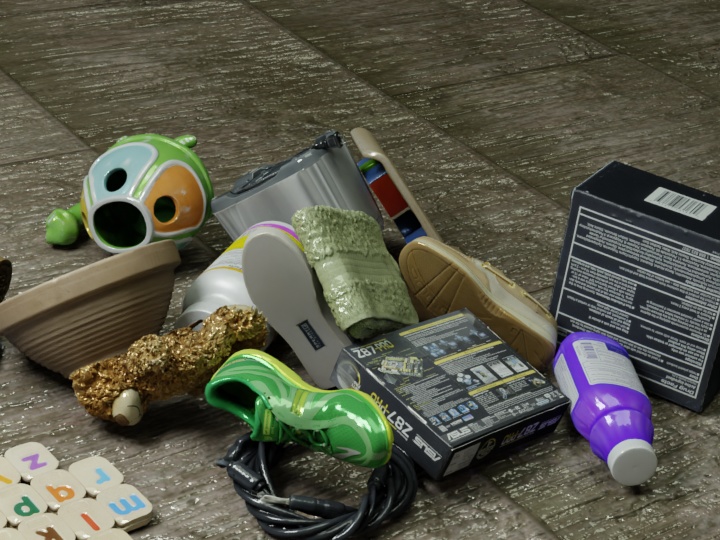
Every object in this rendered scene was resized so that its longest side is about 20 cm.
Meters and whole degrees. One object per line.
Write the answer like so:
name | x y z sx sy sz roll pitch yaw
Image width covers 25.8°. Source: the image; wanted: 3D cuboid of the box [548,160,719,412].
box | 0.322 0.014 1.717 0.199 0.200 0.123 23 29 24

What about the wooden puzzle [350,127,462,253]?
wooden puzzle | 0.052 -0.069 1.823 0.046 0.200 0.185 -37 14 4

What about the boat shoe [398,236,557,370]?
boat shoe | 0.130 0.028 1.703 0.200 0.074 0.069 39 37 -4

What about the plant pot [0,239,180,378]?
plant pot | -0.263 0.047 1.570 0.199 0.093 0.201 -23 -1 0

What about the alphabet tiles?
alphabet tiles | -0.287 0.220 1.377 0.199 0.015 0.195 -17 37 -38

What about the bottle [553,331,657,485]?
bottle | 0.255 0.141 1.607 0.083 0.066 0.200 14 27 -16

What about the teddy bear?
teddy bear | -0.175 0.093 1.507 0.199 0.145 0.067 -21 79 -23

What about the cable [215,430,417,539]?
cable | -0.025 0.183 1.476 0.199 0.051 0.163 -20 39 -41

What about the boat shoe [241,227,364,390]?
boat shoe | -0.057 0.026 1.619 0.074 0.201 0.093 -20 25 16

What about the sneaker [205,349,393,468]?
sneaker | -0.058 0.138 1.438 0.199 0.075 0.083 19 32 29

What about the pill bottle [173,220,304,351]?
pill bottle | -0.122 0.031 1.667 0.103 0.105 0.200 17 30 15

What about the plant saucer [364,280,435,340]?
plant saucer | 0.074 0.052 1.761 0.198 0.030 0.201 7 28 -4

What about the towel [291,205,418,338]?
towel | 0.000 0.000 1.622 0.149 0.036 0.200 64 19 11

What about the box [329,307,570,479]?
box | 0.092 0.119 1.576 0.199 0.049 0.161 -16 49 -47

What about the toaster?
toaster | -0.062 -0.069 1.778 0.199 0.130 0.114 -24 13 32

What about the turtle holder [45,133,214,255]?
turtle holder | -0.266 -0.081 1.790 0.184 0.142 0.132 15 29 11

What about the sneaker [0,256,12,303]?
sneaker | -0.433 0.032 1.585 0.089 0.068 0.200 16 31 9
